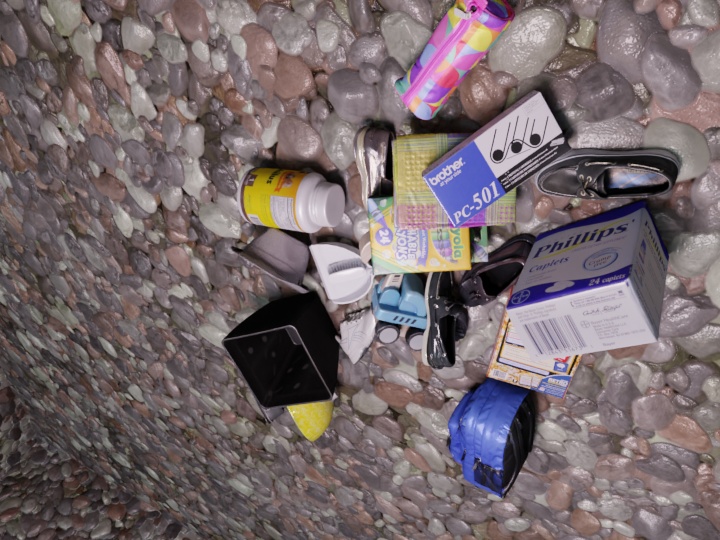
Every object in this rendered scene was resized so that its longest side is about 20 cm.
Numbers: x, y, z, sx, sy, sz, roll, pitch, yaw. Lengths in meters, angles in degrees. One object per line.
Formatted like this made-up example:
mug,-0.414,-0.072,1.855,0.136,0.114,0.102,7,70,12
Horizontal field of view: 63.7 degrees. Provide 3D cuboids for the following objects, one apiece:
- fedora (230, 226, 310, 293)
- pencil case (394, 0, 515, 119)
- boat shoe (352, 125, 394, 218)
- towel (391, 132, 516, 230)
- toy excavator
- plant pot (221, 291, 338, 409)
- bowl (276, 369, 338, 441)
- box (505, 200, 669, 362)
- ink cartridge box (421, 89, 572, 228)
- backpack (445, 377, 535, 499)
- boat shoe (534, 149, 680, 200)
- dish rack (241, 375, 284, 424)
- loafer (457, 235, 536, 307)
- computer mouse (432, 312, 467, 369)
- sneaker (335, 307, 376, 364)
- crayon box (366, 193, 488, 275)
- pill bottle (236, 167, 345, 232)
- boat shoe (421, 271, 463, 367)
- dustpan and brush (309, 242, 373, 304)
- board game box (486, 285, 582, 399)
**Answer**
fedora,-0.166,-0.032,1.186,0.174,0.092,0.200,29,174,22
pencil case,0.126,-0.306,0.811,0.088,0.089,0.200,39,137,-2
boat shoe,0.044,-0.148,1.000,0.072,0.075,0.204,4,127,31
towel,0.141,-0.139,0.898,0.194,0.023,0.148,-2,102,8
toy excavator,0.068,0.030,1.086,0.189,0.101,0.204,12,121,-14
plant pot,-0.155,0.164,1.296,0.195,0.179,0.203,-14,117,26
bowl,-0.118,0.302,1.431,0.106,0.201,0.203,-28,112,1
box,0.333,0.016,0.845,0.181,0.201,0.106,-19,113,42
ink cartridge box,0.194,-0.159,0.844,0.198,0.044,0.095,-35,104,15
backpack,0.261,0.326,1.173,0.164,0.163,0.204,17,133,26
boat shoe,0.342,-0.132,0.823,0.195,0.057,0.070,-1,125,34
dish rack,-0.228,0.265,1.437,0.053,0.200,0.157,-23,102,3
loafer,0.229,0.013,1.012,0.072,0.063,0.200,40,136,-3
computer mouse,0.174,0.138,1.180,0.057,0.035,0.202,15,139,0
sneaker,-0.003,0.127,1.258,0.087,0.075,0.201,39,136,7
crayon box,0.113,-0.065,0.957,0.194,0.052,0.130,-4,102,8
pill bottle,-0.130,-0.134,1.102,0.195,0.110,0.112,10,130,27
boat shoe,0.157,0.081,1.065,0.065,0.074,0.206,10,95,39
dustpan and brush,0.000,0.000,1.155,0.195,0.058,0.142,-12,117,17
board game box,0.320,0.132,1.044,0.147,0.047,0.204,15,132,11
